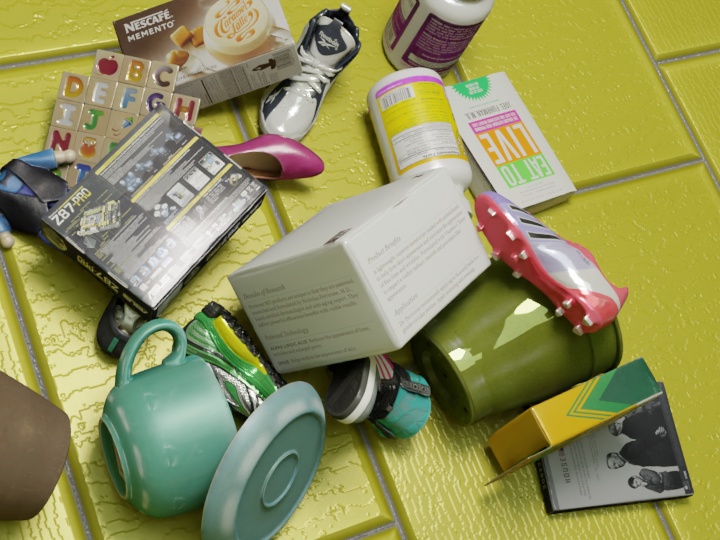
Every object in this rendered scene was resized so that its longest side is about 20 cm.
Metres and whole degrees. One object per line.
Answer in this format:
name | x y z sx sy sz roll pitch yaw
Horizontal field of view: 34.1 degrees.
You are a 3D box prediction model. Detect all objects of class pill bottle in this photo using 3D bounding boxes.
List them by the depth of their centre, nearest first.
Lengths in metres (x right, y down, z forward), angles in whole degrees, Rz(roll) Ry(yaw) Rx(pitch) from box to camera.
pill bottle | 0.080 -0.149 1.496 0.104 0.104 0.201 -7 70 -23
pill bottle | 0.110 -0.348 1.543 0.112 0.200 0.113 8 64 -16

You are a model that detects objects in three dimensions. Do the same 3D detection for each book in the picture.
book | 0.188 -0.166 1.582 0.133 0.048 0.200 -20 73 -31

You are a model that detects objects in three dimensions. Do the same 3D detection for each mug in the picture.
mug | -0.209 0.163 1.220 0.114 0.152 0.185 -17 66 -24

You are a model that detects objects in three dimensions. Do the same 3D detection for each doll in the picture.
doll | -0.358 -0.080 1.332 0.199 0.048 0.137 27 73 1

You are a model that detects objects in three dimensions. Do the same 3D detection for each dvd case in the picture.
dvd case | 0.305 0.216 1.453 0.199 0.025 0.151 -2 67 -20

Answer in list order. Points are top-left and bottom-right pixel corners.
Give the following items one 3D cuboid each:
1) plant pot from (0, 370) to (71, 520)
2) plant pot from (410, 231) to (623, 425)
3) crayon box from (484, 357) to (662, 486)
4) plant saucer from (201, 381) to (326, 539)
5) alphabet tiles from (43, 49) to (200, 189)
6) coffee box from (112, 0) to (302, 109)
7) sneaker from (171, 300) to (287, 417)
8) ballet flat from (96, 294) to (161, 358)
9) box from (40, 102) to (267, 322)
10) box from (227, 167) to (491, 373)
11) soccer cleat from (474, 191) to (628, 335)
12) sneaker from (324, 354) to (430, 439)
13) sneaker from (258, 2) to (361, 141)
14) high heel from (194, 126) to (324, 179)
plant pot | -0.385 0.167 1.147 0.174 0.200 0.201 25 59 -26
plant pot | 0.169 0.079 1.386 0.192 0.200 0.201 -29 78 -17
crayon box | 0.235 0.174 1.360 0.199 0.126 0.052 -21 75 -26
plant saucer | -0.091 0.211 1.215 0.027 0.201 0.200 25 56 24
alphabet tiles | -0.281 -0.152 1.367 0.166 0.006 0.201 12 84 2
coffee box | -0.184 -0.272 1.430 0.199 0.080 0.115 -19 72 -1
sneaker | -0.132 0.135 1.316 0.085 0.078 0.200 -39 88 2
ballet flat | -0.235 0.008 1.330 0.073 0.073 0.200 27 60 -6
box | -0.226 -0.066 1.298 0.161 0.049 0.200 38 64 2
box | 0.000 0.000 1.305 0.199 0.200 0.131 -38 106 -44
soccer cleat | 0.208 -0.017 1.295 0.076 0.067 0.200 -39 81 -26
sneaker | 0.023 0.146 1.312 0.121 0.200 0.084 39 102 -11
sneaker | -0.059 -0.258 1.481 0.079 0.130 0.199 34 60 -1
high heel | -0.146 -0.117 1.420 0.199 0.068 0.096 8 53 0
